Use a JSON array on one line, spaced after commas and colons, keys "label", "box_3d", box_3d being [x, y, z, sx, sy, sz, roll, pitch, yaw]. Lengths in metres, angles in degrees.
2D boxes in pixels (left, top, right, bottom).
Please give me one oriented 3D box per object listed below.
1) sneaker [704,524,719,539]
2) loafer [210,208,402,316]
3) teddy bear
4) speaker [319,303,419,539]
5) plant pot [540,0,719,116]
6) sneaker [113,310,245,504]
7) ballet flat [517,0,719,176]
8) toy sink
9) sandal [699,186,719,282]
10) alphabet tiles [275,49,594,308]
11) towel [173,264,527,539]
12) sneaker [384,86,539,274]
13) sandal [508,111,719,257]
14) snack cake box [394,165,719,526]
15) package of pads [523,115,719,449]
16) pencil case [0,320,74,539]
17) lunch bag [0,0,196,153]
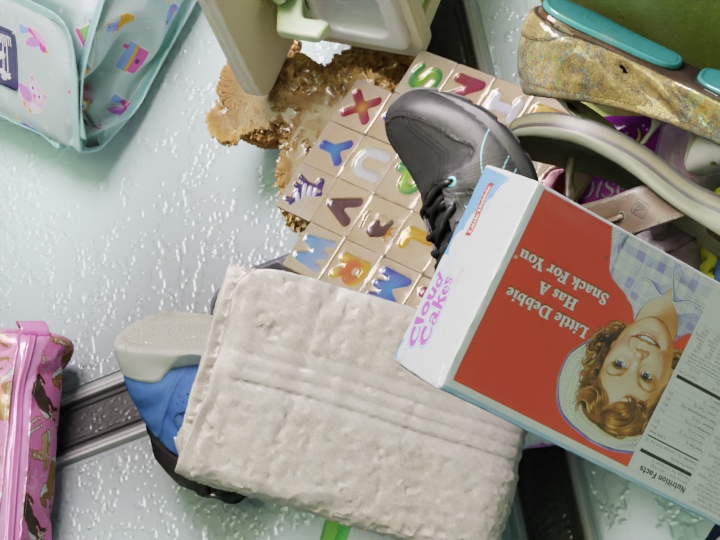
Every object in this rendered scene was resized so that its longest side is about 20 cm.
[{"label": "sneaker", "box_3d": [0.247, 0.081, 1.114, 0.199, 0.070, 0.109, -38, 61, 1]}, {"label": "loafer", "box_3d": [0.000, 0.000, 1.291, 0.198, 0.063, 0.073, -16, 97, 19]}, {"label": "teddy bear", "box_3d": [-0.002, -0.091, 1.336, 0.198, 0.067, 0.147, 0, 79, 22]}, {"label": "speaker", "box_3d": [0.027, 0.126, 1.204, 0.088, 0.088, 0.202, 8, 74, 31]}, {"label": "plant pot", "box_3d": [0.171, -0.205, 1.207, 0.199, 0.184, 0.202, -11, 64, 25]}, {"label": "sneaker", "box_3d": [-0.065, 0.092, 1.258, 0.199, 0.112, 0.077, 4, 30, 37]}, {"label": "ballet flat", "box_3d": [0.179, -0.091, 1.133, 0.199, 0.071, 0.071, 23, 81, 13]}, {"label": "toy sink", "box_3d": [-0.005, -0.216, 1.282, 0.111, 0.131, 0.201, 12, 63, 23]}, {"label": "sandal", "box_3d": [0.260, -0.049, 1.161, 0.087, 0.079, 0.201, 22, 83, 30]}, {"label": "alphabet tiles", "box_3d": [0.041, -0.049, 1.230, 0.199, 0.006, 0.167, 25, 77, 39]}, {"label": "towel", "box_3d": [0.000, 0.081, 1.149, 0.198, 0.034, 0.134, 17, 86, 5]}, {"label": "sneaker", "box_3d": [0.071, -0.019, 1.122, 0.079, 0.076, 0.200, -31, 70, -26]}, {"label": "sandal", "box_3d": [0.158, -0.030, 1.112, 0.200, 0.080, 0.058, 33, 89, 27]}, {"label": "snack cake box", "box_3d": [0.131, 0.042, 1.054, 0.116, 0.199, 0.067, -63, 23, 0]}, {"label": "package of pads", "box_3d": [0.149, 0.008, 1.196, 0.119, 0.076, 0.202, -1, 69, 28]}, {"label": "pencil case", "box_3d": [-0.238, 0.136, 1.350, 0.086, 0.083, 0.202, -11, 64, 25]}, {"label": "lunch bag", "box_3d": [-0.218, -0.199, 1.457, 0.169, 0.122, 0.201, 24, 91, 31]}]
